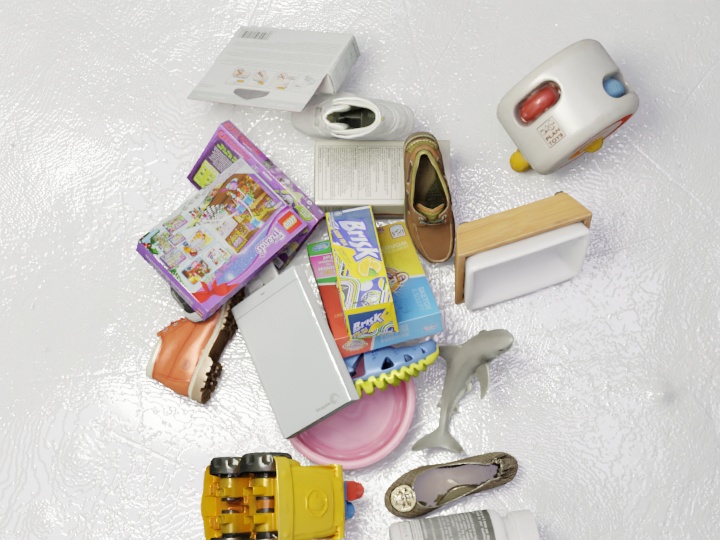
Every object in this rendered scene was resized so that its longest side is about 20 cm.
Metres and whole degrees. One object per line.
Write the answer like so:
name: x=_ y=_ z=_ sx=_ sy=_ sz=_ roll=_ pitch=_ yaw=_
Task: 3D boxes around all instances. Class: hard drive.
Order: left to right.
hard drive: x=-0.092 y=0.112 z=1.593 sx=0.132 sy=0.027 sz=0.201 roll=-33 pitch=73 yaw=31

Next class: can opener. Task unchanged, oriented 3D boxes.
can opener: x=-0.123 y=0.038 z=1.666 sx=0.053 sy=0.066 sz=0.201 roll=-32 pitch=71 yaw=20

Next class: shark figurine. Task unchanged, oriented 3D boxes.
shark figurine: x=0.130 y=0.151 z=1.667 sx=0.089 sy=0.128 sz=0.215 roll=23 pitch=107 yaw=-20

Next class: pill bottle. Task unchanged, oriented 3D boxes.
pill bottle: x=0.144 y=0.391 z=1.608 sx=0.199 sy=0.114 sz=0.114 roll=-8 pitch=80 yaw=-3

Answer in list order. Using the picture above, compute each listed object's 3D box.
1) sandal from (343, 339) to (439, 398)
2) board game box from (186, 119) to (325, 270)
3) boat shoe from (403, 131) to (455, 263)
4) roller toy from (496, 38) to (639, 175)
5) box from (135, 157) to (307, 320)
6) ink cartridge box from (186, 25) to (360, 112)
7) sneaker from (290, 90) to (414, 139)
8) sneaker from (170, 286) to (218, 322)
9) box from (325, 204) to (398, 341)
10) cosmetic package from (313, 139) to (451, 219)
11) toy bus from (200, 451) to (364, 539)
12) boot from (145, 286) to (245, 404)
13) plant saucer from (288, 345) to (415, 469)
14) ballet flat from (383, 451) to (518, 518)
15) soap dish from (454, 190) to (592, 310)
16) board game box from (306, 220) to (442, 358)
sandal: x=0.012 y=0.129 z=1.623 sx=0.199 sy=0.080 sz=0.087 roll=-18 pitch=76 yaw=-7
board game box: x=-0.154 y=-0.108 z=1.696 sx=0.200 sy=0.120 sz=0.032 roll=45 pitch=42 yaw=5
boat shoe: x=0.093 y=-0.090 z=1.631 sx=0.072 sy=0.068 sz=0.201 roll=-13 pitch=118 yaw=3
roller toy: x=0.302 y=-0.230 z=1.695 sx=0.200 sy=0.182 sz=0.140 roll=-33 pitch=83 yaw=-8
box: x=-0.190 y=-0.046 z=1.610 sx=0.137 sy=0.039 sz=0.200 roll=45 pitch=63 yaw=5
ink cartridge box: x=-0.124 y=-0.281 z=1.688 sx=0.199 sy=0.044 sz=0.174 roll=10 pitch=53 yaw=27
sneaker: x=-0.036 y=-0.223 z=1.663 sx=0.199 sy=0.115 sz=0.074 roll=5 pitch=95 yaw=31
sneaker: x=-0.237 y=-0.027 z=1.663 sx=0.074 sy=0.079 sz=0.201 roll=-20 pitch=51 yaw=17
box: x=0.000 y=0.000 z=1.607 sx=0.070 sy=0.064 sz=0.200 roll=-11 pitch=43 yaw=-1
cosmetic package: x=0.031 y=-0.132 z=1.715 sx=0.199 sy=0.087 sz=0.104 roll=1 pitch=78 yaw=-1
toy bus: x=-0.100 y=0.318 z=1.604 sx=0.191 sy=0.200 sz=0.136 roll=4 pitch=78 yaw=-38
boot: x=-0.236 y=0.080 z=1.677 sx=0.107 sy=0.075 sz=0.201 roll=18 pitch=74 yaw=14
plant saucer: x=-0.022 y=0.184 z=1.673 sx=0.200 sy=0.051 sz=0.202 roll=1 pitch=79 yaw=-3
ballet flat: x=0.130 y=0.302 z=1.659 sx=0.199 sy=0.046 sz=0.068 roll=-14 pitch=80 yaw=-5
soap dish: x=0.225 y=-0.029 z=1.676 sx=0.199 sy=0.158 sz=0.081 roll=-17 pitch=64 yaw=-5
board game box: x=0.017 y=0.024 z=1.655 sx=0.152 sy=0.040 sz=0.200 roll=-15 pitch=44 yaw=-5
